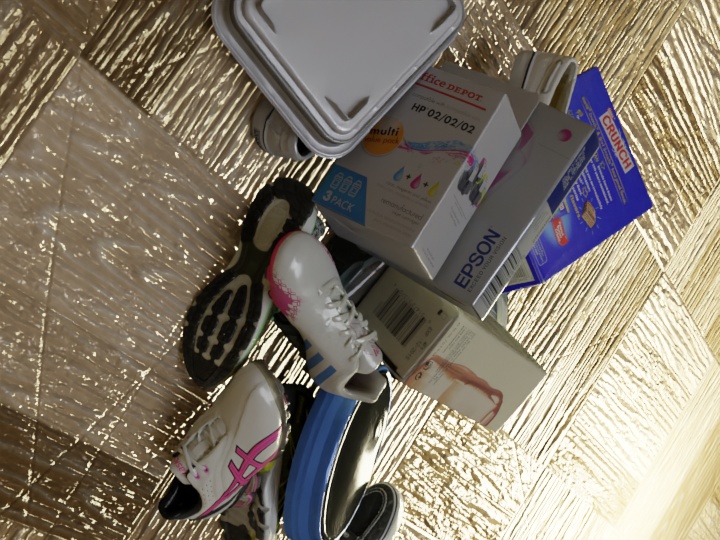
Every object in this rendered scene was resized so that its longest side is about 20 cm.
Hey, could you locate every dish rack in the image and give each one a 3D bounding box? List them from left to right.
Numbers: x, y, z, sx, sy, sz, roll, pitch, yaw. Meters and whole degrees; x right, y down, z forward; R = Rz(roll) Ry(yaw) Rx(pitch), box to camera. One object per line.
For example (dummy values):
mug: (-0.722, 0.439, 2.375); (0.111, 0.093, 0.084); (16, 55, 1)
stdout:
dish rack: (-0.007, -0.214, 0.905); (0.200, 0.043, 0.172); (-47, 110, -19)

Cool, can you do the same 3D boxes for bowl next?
bowl: (-0.019, 0.183, 1.113); (0.200, 0.039, 0.204); (18, 89, -74)

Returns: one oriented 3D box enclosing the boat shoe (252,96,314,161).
boat shoe: (-0.008, -0.169, 0.966); (0.201, 0.065, 0.074); (-51, 139, -14)

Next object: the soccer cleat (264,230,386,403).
soccer cleat: (-0.021, 0.043, 0.959); (0.070, 0.085, 0.202); (-52, 148, -26)

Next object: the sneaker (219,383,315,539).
sneaker: (-0.082, 0.205, 1.090); (0.084, 0.074, 0.204); (-10, 118, -44)

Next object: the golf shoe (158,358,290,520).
golf shoe: (-0.123, 0.162, 0.986); (0.091, 0.073, 0.202); (-16, 144, -39)

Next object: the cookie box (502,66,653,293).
cookie box: (0.203, -0.098, 1.174); (0.198, 0.075, 0.174); (-29, 99, -33)

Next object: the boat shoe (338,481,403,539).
boat shoe: (-0.030, 0.307, 1.209); (0.200, 0.070, 0.064); (-46, 139, -16)

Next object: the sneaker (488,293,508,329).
sneaker: (0.119, 0.013, 1.212); (0.085, 0.077, 0.204); (8, 96, -42)

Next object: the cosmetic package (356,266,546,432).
cosmetic package: (0.090, 0.076, 1.086); (0.088, 0.103, 0.199); (-50, 140, 7)

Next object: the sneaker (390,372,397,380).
sneaker: (0.055, 0.029, 1.143); (0.090, 0.069, 0.203); (-36, 136, -32)

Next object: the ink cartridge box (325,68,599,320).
ink cartridge box: (0.085, -0.085, 1.008); (0.198, 0.198, 0.043); (-55, 150, -9)

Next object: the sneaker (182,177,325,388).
sneaker: (-0.085, 0.021, 0.992); (0.202, 0.076, 0.088); (-59, 149, -1)

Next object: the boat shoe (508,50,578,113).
boat shoe: (0.178, -0.119, 1.056); (0.075, 0.085, 0.205); (52, 49, -55)

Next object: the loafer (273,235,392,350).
loafer: (0.000, 0.000, 1.070); (0.199, 0.072, 0.063); (-41, 136, -11)

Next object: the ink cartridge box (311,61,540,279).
ink cartridge box: (0.061, -0.108, 0.965); (0.202, 0.114, 0.068); (-58, 149, -13)
